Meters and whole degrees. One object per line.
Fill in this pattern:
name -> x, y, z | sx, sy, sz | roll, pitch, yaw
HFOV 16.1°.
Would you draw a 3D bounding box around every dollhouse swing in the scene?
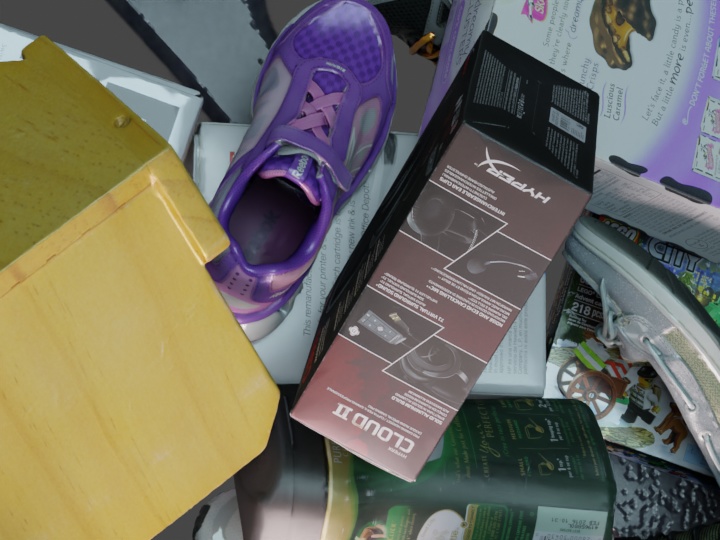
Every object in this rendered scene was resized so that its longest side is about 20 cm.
dollhouse swing -> -0.170, 0.030, 1.288 | 0.200, 0.176, 0.182 | -38, 47, -13

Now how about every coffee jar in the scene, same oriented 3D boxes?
coffee jar -> 0.031, 0.116, 1.367 | 0.199, 0.086, 0.104 | 5, 37, -13

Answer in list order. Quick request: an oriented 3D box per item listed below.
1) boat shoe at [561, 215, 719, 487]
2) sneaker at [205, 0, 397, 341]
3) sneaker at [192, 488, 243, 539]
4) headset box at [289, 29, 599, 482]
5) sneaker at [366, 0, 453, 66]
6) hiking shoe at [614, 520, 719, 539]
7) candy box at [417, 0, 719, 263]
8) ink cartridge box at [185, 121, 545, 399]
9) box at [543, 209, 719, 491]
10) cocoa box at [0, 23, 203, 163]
boat shoe -> 0.178, 0.056, 1.425 | 0.065, 0.074, 0.202 | -40, 98, 9
sneaker -> -0.031, -0.060, 1.351 | 0.080, 0.088, 0.201 | 25, 74, -3
sneaker -> 0.004, 0.169, 1.406 | 0.199, 0.087, 0.075 | 21, 80, -5
headset box -> 0.040, -0.002, 1.289 | 0.077, 0.149, 0.200 | 29, 114, -5
sneaker -> 0.076, -0.134, 1.476 | 0.199, 0.078, 0.078 | 10, 84, -9
hiking shoe -> 0.184, 0.172, 1.404 | 0.100, 0.076, 0.200 | 31, 114, 0
candy box -> 0.149, -0.121, 1.418 | 0.199, 0.072, 0.168 | 21, 69, -17
ink cartridge box -> 0.000, 0.000, 1.433 | 0.199, 0.086, 0.147 | 2, 80, -9
box -> 0.206, 0.054, 1.485 | 0.199, 0.038, 0.137 | 19, 78, -7
cocoa box -> -0.181, -0.012, 1.378 | 0.133, 0.131, 0.201 | 20, 78, -6
